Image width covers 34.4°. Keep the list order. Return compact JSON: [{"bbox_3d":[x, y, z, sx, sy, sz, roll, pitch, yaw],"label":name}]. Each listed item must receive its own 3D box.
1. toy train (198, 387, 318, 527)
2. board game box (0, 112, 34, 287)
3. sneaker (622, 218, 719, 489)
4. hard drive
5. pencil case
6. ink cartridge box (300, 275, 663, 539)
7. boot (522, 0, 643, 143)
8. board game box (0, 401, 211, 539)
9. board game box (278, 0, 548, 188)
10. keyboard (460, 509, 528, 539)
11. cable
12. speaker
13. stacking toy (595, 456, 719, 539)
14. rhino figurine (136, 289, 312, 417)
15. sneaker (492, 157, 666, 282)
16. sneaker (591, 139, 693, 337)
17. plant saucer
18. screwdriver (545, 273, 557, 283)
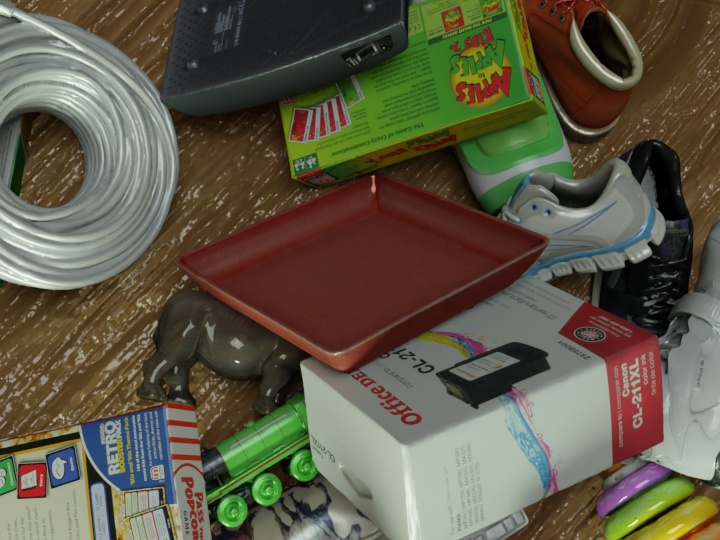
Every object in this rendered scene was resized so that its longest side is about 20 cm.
[{"bbox_3d":[-0.036,0.113,0.834,0.199,0.042,0.057,-29,101,-20],"label":"toy train"},{"bbox_3d":[-0.359,-0.078,0.876,0.197,0.040,0.155,8,75,-6],"label":"board game box"},{"bbox_3d":[0.235,0.053,0.848,0.114,0.075,0.203,9,80,-12],"label":"sneaker"},{"bbox_3d":[-0.053,-0.189,0.890,0.198,0.042,0.136,-14,49,19],"label":"hard drive"},{"bbox_3d":[-0.031,0.189,0.829,0.199,0.089,0.078,-28,110,-15],"label":"pencil case"},{"bbox_3d":[0.079,0.088,0.776,0.198,0.145,0.084,-19,115,-25],"label":"ink cartridge box"},{"bbox_3d":[0.166,-0.214,0.955,0.074,0.107,0.201,-27,79,-12],"label":"boot"},{"bbox_3d":[-0.200,0.184,0.787,0.198,0.046,0.153,-13,77,16],"label":"board game box"},{"bbox_3d":[0.034,-0.143,0.894,0.198,0.048,0.103,-16,78,22],"label":"board game box"},{"bbox_3d":[0.033,0.216,0.873,0.199,0.011,0.057,-29,81,-14],"label":"keyboard"},{"bbox_3d":[-0.232,-0.085,0.850,0.198,0.069,0.203,15,73,-31],"label":"cable"},{"bbox_3d":[0.103,-0.148,0.939,0.088,0.089,0.202,-17,79,-12],"label":"speaker"},{"bbox_3d":[0.218,0.182,0.871,0.115,0.110,0.201,-20,68,-28],"label":"stacking toy"},{"bbox_3d":[-0.063,0.067,0.872,0.198,0.060,0.089,9,78,-10],"label":"rhino figurine"},{"bbox_3d":[0.122,-0.032,0.878,0.198,0.087,0.075,-22,35,16],"label":"sneaker"},{"bbox_3d":[0.227,-0.004,0.917,0.075,0.088,0.203,-3,76,-9],"label":"sneaker"},{"bbox_3d":[0.000,0.000,0.835,0.199,0.199,0.037,-26,123,-31],"label":"plant saucer"},{"bbox_3d":[0.130,0.018,0.906,0.199,0.029,0.028,-35,88,-1],"label":"screwdriver"}]
